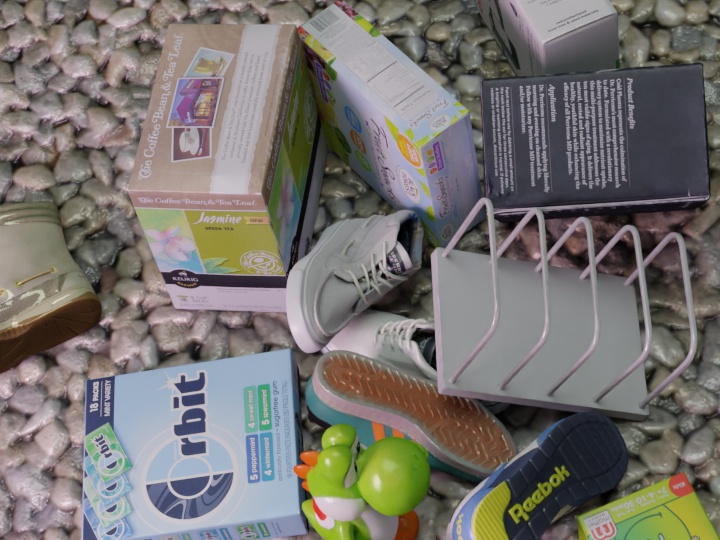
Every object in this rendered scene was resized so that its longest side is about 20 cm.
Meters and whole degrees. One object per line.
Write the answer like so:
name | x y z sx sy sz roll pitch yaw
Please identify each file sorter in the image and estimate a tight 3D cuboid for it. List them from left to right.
file sorter | 0.177 0.031 1.430 0.198 0.125 0.140 9 59 -17

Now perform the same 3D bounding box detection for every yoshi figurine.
yoshi figurine | 0.018 0.195 1.354 0.111 0.201 0.113 -27 55 -9

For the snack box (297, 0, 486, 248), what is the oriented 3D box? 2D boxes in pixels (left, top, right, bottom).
snack box | 0.029 -0.140 1.595 0.067 0.169 0.200 -37 57 -15

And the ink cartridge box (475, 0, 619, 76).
ink cartridge box | 0.182 -0.262 1.664 0.083 0.147 0.201 -23 55 -4

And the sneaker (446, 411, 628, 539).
sneaker | 0.148 0.185 1.410 0.199 0.082 0.074 -28 85 -35

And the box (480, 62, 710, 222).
box | 0.213 -0.112 1.509 0.194 0.200 0.126 -2 90 8

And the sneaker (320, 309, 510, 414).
sneaker | 0.050 0.069 1.511 0.198 0.071 0.074 15 60 19

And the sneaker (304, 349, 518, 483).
sneaker | 0.043 0.141 1.472 0.198 0.080 0.072 26 51 2

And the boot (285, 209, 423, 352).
boot | 0.000 0.000 1.519 0.095 0.074 0.201 -16 25 23

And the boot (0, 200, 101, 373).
boot | -0.369 0.020 1.623 0.198 0.072 0.155 -22 56 -11

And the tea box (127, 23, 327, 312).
tea box | -0.121 -0.097 1.578 0.132 0.198 0.202 1 57 11

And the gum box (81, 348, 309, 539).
gum box | -0.151 0.167 1.499 0.197 0.045 0.172 -9 56 6

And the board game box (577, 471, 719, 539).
board game box | 0.263 0.275 1.348 0.101 0.048 0.201 -21 55 -4
